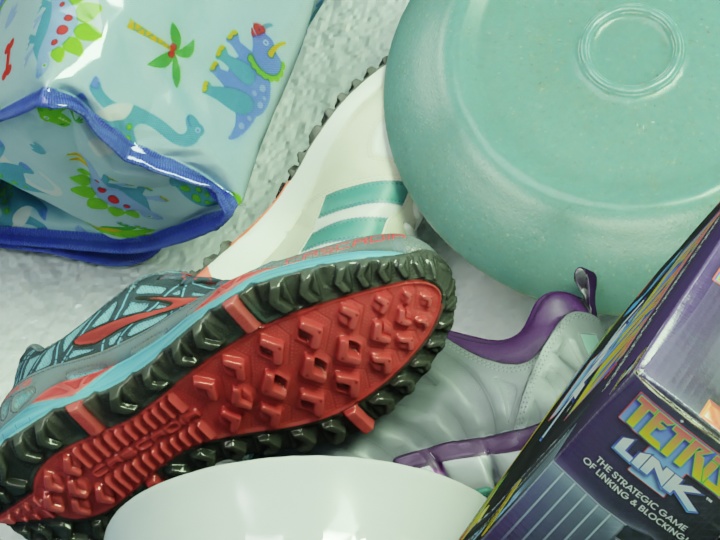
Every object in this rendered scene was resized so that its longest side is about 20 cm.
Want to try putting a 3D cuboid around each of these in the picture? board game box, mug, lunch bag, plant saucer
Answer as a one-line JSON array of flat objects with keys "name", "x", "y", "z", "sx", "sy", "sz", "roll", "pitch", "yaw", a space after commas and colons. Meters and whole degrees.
[{"name": "board game box", "x": 0.104, "y": 0.040, "z": 0.838, "sx": 0.057, "sy": 0.165, "sz": 0.200, "roll": 38, "pitch": 42, "yaw": 3}, {"name": "mug", "x": 0.007, "y": 0.170, "z": 0.890, "sx": 0.200, "sy": 0.148, "sz": 0.175, "roll": -8, "pitch": 61, "yaw": 11}, {"name": "lunch bag", "x": -0.106, "y": -0.099, "z": 1.131, "sx": 0.200, "sy": 0.127, "sz": 0.170, "roll": -13, "pitch": 49, "yaw": 56}, {"name": "plant saucer", "x": 0.107, "y": -0.080, "z": 1.022, "sx": 0.200, "sy": 0.036, "sz": 0.200, "roll": -3, "pitch": 65, "yaw": 5}]

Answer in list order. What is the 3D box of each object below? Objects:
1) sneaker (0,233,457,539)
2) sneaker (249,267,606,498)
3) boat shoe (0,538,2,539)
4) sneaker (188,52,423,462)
[{"name": "sneaker", "x": -0.059, "y": 0.023, "z": 0.971, "sx": 0.200, "sy": 0.079, "sz": 0.096, "roll": -24, "pitch": 37, "yaw": 17}, {"name": "sneaker", "x": 0.008, "y": 0.064, "z": 0.992, "sx": 0.200, "sy": 0.074, "sz": 0.088, "roll": -16, "pitch": 69, "yaw": 8}, {"name": "boat shoe", "x": -0.164, "y": 0.136, "z": 1.043, "sx": 0.200, "sy": 0.070, "sz": 0.071, "roll": 3, "pitch": 62, "yaw": 29}, {"name": "sneaker", "x": 0.000, "y": 0.000, "z": 1.059, "sx": 0.093, "sy": 0.070, "sz": 0.200, "roll": 38, "pitch": 77, "yaw": 17}]
